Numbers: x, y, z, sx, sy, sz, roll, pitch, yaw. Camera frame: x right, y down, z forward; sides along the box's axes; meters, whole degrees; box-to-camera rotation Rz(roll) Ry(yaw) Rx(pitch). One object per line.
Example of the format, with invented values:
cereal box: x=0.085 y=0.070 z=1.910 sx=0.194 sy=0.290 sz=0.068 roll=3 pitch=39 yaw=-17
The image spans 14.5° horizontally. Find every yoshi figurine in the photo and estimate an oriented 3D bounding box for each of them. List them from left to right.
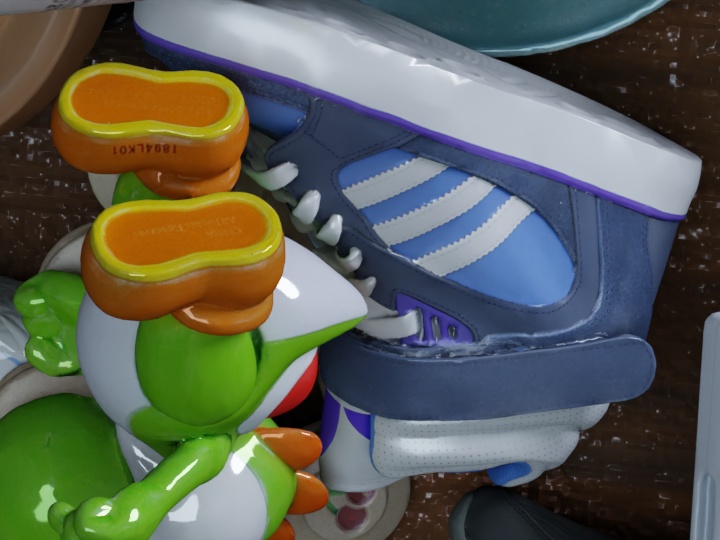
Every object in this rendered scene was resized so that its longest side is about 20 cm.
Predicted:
yoshi figurine: x=-0.075 y=0.038 z=0.848 sx=0.112 sy=0.112 sz=0.200 roll=30 pitch=143 yaw=22

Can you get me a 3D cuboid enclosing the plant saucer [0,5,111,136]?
plant saucer: x=-0.157 y=-0.134 z=0.893 sx=0.200 sy=0.032 sz=0.201 roll=11 pitch=108 yaw=34

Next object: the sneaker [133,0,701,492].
sneaker: x=0.000 y=0.000 z=0.874 sx=0.199 sy=0.081 sz=0.147 roll=18 pitch=103 yaw=-25

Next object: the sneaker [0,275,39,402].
sneaker: x=-0.184 y=0.010 z=0.955 sx=0.199 sy=0.072 sz=0.073 roll=27 pitch=105 yaw=4

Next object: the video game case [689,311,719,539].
video game case: x=0.189 y=0.095 z=0.881 sx=0.199 sy=0.023 sz=0.183 roll=-4 pitch=106 yaw=-25

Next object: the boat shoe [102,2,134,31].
boat shoe: x=-0.090 y=-0.174 z=0.900 sx=0.073 sy=0.063 sz=0.202 roll=6 pitch=103 yaw=11

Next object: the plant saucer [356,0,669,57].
plant saucer: x=0.042 y=-0.169 z=0.890 sx=0.199 sy=0.036 sz=0.201 roll=2 pitch=104 yaw=10

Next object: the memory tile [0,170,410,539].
memory tile: x=-0.044 y=0.042 z=0.934 sx=0.153 sy=0.017 sz=0.201 roll=15 pitch=108 yaw=-20

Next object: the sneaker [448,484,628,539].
sneaker: x=0.122 y=0.118 z=0.937 sx=0.200 sy=0.075 sz=0.079 roll=32 pitch=92 yaw=-5

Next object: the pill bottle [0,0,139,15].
pill bottle: x=-0.028 y=-0.137 z=0.794 sx=0.199 sy=0.114 sz=0.115 roll=-9 pitch=105 yaw=-25
